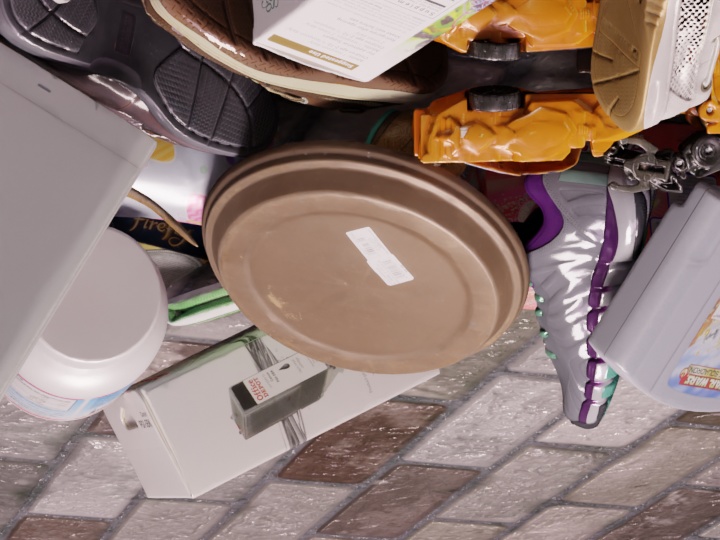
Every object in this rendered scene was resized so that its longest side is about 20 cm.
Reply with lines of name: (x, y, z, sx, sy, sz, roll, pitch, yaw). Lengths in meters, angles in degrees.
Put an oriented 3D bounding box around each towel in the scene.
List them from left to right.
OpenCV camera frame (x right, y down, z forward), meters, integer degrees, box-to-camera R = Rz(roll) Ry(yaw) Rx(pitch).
towel: (-0.028, -0.001, 1.398, 0.152, 0.024, 0.200, -19, 178, 30)

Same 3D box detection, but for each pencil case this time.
pencil case: (-0.146, -0.069, 1.260, 0.199, 0.084, 0.091, 4, 173, -14)

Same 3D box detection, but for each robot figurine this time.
robot figurine: (0.127, -0.115, 1.156, 0.198, 0.146, 0.058, -3, -165, -9)

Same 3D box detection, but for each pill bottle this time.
pill bottle: (-0.179, 0.030, 1.312, 0.108, 0.110, 0.200, 3, 169, -13)

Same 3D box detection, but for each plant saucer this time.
plant saucer: (0.000, 0.000, 1.235, 0.199, 0.030, 0.201, 10, 142, 8)

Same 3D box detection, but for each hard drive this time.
hard drive: (-0.216, -0.018, 1.120, 0.131, 0.201, 0.026, 31, 171, -3)

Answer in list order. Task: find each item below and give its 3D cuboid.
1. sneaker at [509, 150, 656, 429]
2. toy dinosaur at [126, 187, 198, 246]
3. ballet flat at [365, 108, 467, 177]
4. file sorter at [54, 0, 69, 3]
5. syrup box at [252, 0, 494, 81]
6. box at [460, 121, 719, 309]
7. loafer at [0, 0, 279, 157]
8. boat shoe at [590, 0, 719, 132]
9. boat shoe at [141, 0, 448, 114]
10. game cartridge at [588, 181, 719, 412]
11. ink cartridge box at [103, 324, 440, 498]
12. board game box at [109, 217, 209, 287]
sneaker: (0.124, 0.006, 1.262, 0.087, 0.075, 0.201, 13, 128, 11)
toy dinosaur: (-0.195, -0.048, 1.177, 0.199, 0.061, 0.106, -13, 130, 25)
ballet flat: (0.040, -0.018, 1.267, 0.072, 0.068, 0.201, 30, 148, 19)
file sorter: (-0.064, -0.207, 0.908, 0.199, 0.125, 0.139, -8, 155, 12)
syrup box: (0.032, -0.176, 1.042, 0.081, 0.079, 0.200, 15, 151, -36)
box: (0.158, -0.033, 1.350, 0.199, 0.103, 0.095, 3, 155, -15)
loafer: (-0.134, -0.121, 1.182, 0.199, 0.072, 0.063, 27, 162, -37)
boat shoe: (0.168, -0.164, 1.066, 0.069, 0.071, 0.201, -15, 137, -22)
boat shoe: (-0.046, -0.125, 1.160, 0.201, 0.075, 0.075, 17, 155, -38)
game cartridge: (0.221, 0.022, 1.260, 0.041, 0.134, 0.199, 36, -165, 36)
ink cartridge box: (-0.066, 0.081, 1.463, 0.199, 0.083, 0.147, -26, -177, -18)
board game box: (-0.221, -0.020, 1.422, 0.199, 0.035, 0.135, 16, 150, -35)
